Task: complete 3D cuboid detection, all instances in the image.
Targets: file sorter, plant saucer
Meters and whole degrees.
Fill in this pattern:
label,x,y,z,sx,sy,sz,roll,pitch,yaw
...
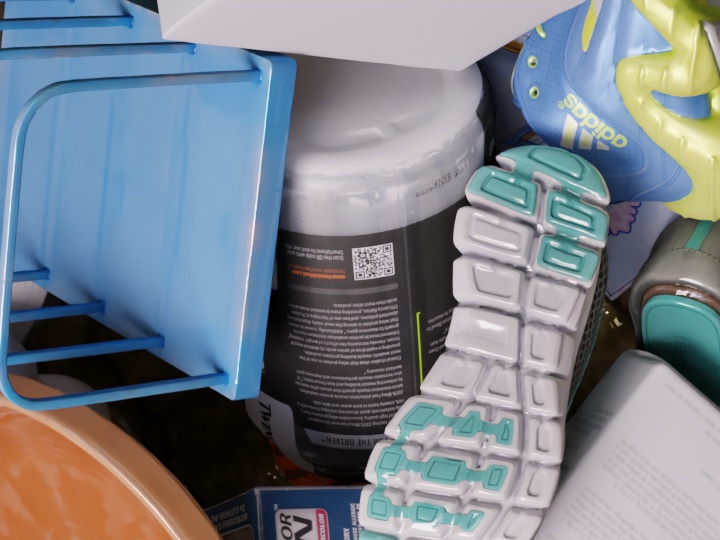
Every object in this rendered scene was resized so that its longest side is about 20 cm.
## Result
label,x,y,z,sx,sy,sz,roll,pitch,yaw
file sorter,-0.138,-0.040,1.100,0.200,0.123,0.139,27,115,48
plant saucer,-0.114,0.126,1.116,0.200,0.032,0.200,26,136,28

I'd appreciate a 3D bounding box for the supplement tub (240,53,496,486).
label,x,y,z,sx,sy,sz,roll,pitch,yaw
supplement tub,0.000,0.000,1.173,0.122,0.123,0.200,9,131,15

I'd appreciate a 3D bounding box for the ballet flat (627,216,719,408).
label,x,y,z,sx,sy,sz,roll,pitch,yaw
ballet flat,0.152,0.055,1.190,0.067,0.064,0.200,13,138,17

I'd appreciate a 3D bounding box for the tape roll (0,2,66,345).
label,x,y,z,sx,sy,sz,roll,pitch,yaw
tape roll,-0.223,-0.041,1.283,0.200,0.066,0.201,7,113,16

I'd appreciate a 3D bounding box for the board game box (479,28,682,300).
label,x,y,z,sx,sy,sz,roll,pitch,yaw
board game box,0.121,-0.122,1.147,0.200,0.041,0.200,-37,95,27

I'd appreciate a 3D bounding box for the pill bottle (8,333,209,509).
label,x,y,z,sx,sy,sz,roll,pitch,yaw
pill bottle,-0.139,0.120,1.253,0.116,0.116,0.200,-24,126,25

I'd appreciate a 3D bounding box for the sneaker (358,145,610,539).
label,x,y,z,sx,sy,sz,roll,pitch,yaw
sneaker,0.060,0.054,1.105,0.078,0.091,0.200,18,80,18

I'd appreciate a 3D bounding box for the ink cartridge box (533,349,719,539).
label,x,y,z,sx,sy,sz,roll,pitch,yaw
ink cartridge box,0.114,0.159,1.126,0.160,0.047,0.200,41,85,-15

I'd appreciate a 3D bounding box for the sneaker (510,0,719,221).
label,x,y,z,sx,sy,sz,roll,pitch,yaw
sneaker,0.099,-0.108,1.094,0.105,0.076,0.200,-9,108,22

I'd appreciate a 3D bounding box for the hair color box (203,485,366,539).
label,x,y,z,sx,sy,sz,roll,pitch,yaw
hair color box,0.031,0.127,1.164,0.100,0.200,0.061,150,118,-63

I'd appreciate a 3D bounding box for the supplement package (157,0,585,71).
label,x,y,z,sx,sy,sz,roll,pitch,yaw
supplement package,0.011,-0.199,1.027,0.152,0.151,0.200,-27,67,48
